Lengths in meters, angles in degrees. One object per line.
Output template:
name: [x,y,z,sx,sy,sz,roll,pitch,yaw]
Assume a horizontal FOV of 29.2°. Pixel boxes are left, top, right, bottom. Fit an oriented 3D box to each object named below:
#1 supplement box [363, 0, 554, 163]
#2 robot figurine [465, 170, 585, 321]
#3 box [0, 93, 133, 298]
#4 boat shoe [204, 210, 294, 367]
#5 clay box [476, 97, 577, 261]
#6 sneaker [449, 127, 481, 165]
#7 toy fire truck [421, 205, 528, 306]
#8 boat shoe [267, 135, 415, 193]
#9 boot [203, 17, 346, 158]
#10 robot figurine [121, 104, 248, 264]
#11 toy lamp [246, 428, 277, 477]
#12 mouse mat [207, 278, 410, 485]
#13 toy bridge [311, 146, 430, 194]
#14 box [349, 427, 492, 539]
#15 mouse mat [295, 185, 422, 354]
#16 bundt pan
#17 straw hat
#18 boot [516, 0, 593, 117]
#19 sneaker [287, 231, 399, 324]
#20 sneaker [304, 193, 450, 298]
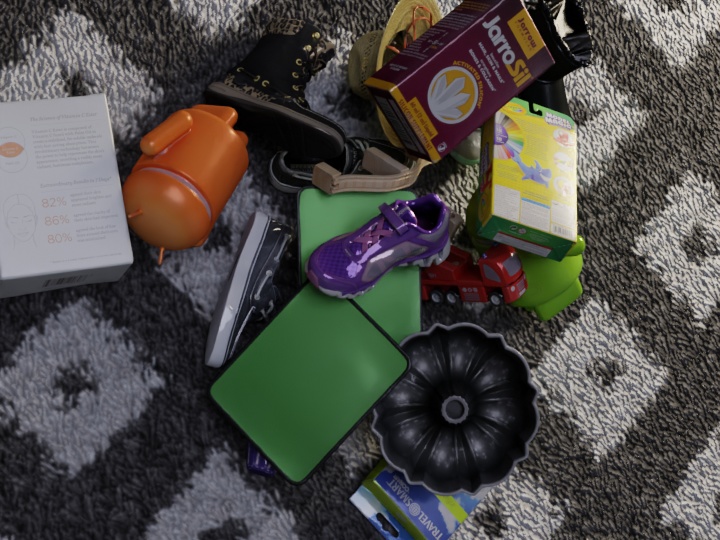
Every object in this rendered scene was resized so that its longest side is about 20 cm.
supplement box: [0.119,-0.237,1.656,0.199,0.086,0.111,-40,115,-9]
robot figurine: [0.206,-0.037,1.746,0.115,0.175,0.201,-34,113,-6]
box: [-0.354,-0.085,1.571,0.150,0.106,0.203,-7,80,-21]
boat shoe: [-0.129,0.029,1.652,0.067,0.072,0.202,23,63,-12]
clay box: [0.201,-0.116,1.664,0.113,0.048,0.202,17,51,-13]
sneaker: [0.156,-0.248,1.781,0.077,0.140,0.203,4,75,-19]
toy fire truck: [0.103,-0.030,1.707,0.049,0.198,0.143,-41,121,-42]
boat shoe: [-0.015,-0.133,1.732,0.197,0.064,0.072,-8,80,-22]
boot: [-0.077,-0.227,1.696,0.198,0.074,0.151,21,60,27]
robot figurine: [-0.207,-0.108,1.616,0.116,0.144,0.201,30,57,-4]
toy lamp: [-0.091,0.145,1.644,0.058,0.058,0.202,22,68,-14]
mouse mat: [-0.060,0.123,1.589,0.161,0.008,0.200,44,89,10]
toy bridge: [0.032,-0.123,1.677,0.067,0.028,0.199,33,34,31]
box: [0.094,0.248,1.692,0.122,0.048,0.200,47,66,-4]
mouse mat: [0.000,0.000,1.646,0.159,0.008,0.203,1,84,-21]
bundt pan: [0.110,0.158,1.626,0.199,0.076,0.205,0,93,3]
straw hat: [0.030,-0.261,1.764,0.084,0.201,0.203,10,68,27]
boot: [0.257,-0.259,1.810,0.073,0.162,0.201,-18,84,-21]
sneaker: [-0.001,0.013,1.702,0.201,0.076,0.089,52,36,-16]
sneaker: [0.026,-0.037,1.593,0.198,0.089,0.081,-21,63,-28]
